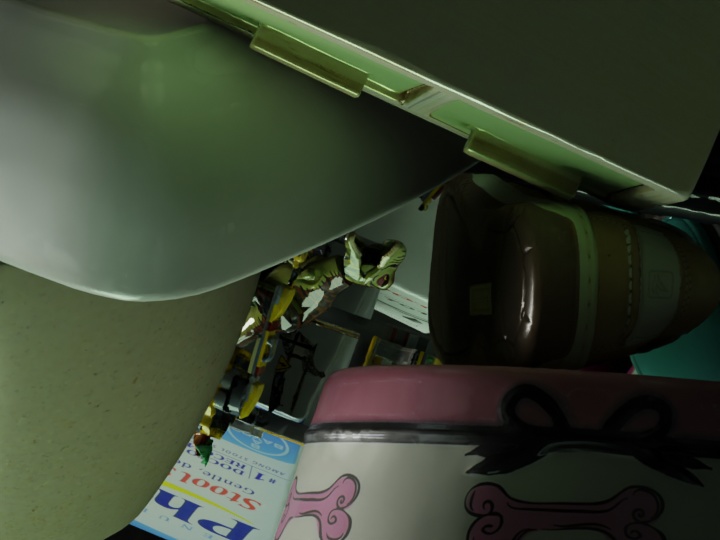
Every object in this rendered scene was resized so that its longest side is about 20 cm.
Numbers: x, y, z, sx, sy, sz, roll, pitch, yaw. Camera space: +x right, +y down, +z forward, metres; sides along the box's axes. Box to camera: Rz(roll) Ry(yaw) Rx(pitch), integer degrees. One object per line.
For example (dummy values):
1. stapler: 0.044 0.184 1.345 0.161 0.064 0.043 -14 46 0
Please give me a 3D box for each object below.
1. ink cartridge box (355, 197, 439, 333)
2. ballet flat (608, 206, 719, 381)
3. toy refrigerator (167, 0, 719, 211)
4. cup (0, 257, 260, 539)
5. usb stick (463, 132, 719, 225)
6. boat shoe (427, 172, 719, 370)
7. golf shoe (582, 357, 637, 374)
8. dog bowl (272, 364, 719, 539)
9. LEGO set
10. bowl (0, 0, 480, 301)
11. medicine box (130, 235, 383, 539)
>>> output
1. ink cartridge box: -0.005 -0.038 1.349 0.146 0.086 0.200 25 177 -1
2. ballet flat: 0.123 -0.002 1.042 0.069 0.070 0.200 27 -162 -35
3. toy refrigerator: 0.010 -0.085 0.817 0.200 0.070 0.076 24 175 -7
4. cup: -0.125 0.016 0.981 0.200 0.144 0.200 0 -153 0
5. usb stick: 0.059 -0.046 0.998 0.199 0.033 0.055 11 -168 12
6. boat shoe: 0.071 0.006 0.922 0.076 0.072 0.200 0 -174 -9
7. golf shoe: 0.128 0.048 1.173 0.075 0.092 0.200 -12 125 40
8. dog bowl: 0.069 0.073 0.880 0.199 0.074 0.200 4 174 0
9. LEGO set: 0.000 0.000 1.100 0.116 0.200 0.154 18 166 16
10. bowl: -0.070 -0.075 0.925 0.199 0.075 0.200 22 -147 36
11. medicine box: -0.097 0.037 1.281 0.182 0.103 0.200 22 153 3
